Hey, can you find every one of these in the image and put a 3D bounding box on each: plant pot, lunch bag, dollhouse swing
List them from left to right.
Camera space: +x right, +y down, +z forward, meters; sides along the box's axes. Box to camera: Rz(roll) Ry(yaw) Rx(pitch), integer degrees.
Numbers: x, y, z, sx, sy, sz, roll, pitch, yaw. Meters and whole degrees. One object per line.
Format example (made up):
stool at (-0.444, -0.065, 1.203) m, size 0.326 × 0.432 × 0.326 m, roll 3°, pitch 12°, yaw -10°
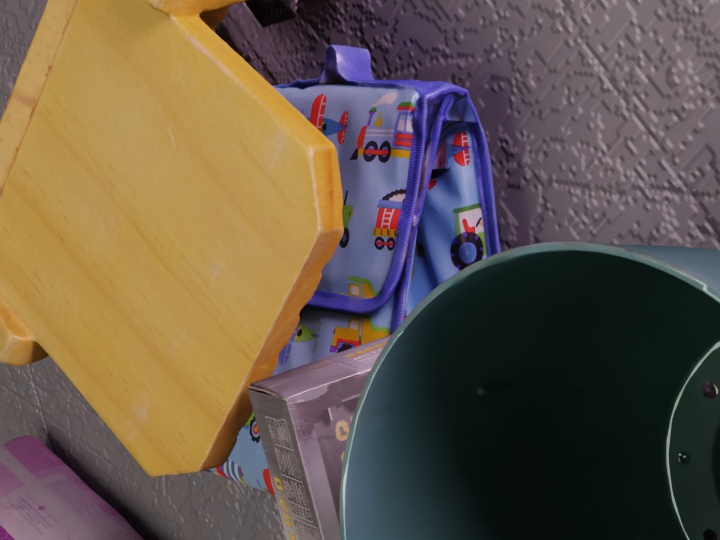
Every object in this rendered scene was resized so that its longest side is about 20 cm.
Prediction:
dollhouse swing at (-0.063, -0.038, 0.789) m, size 0.175 × 0.182 × 0.201 m, roll 36°, pitch 118°, yaw 15°
lunch bag at (0.000, 0.000, 0.802) m, size 0.150 × 0.094 × 0.202 m, roll 7°, pitch 98°, yaw 56°
plant pot at (0.120, 0.084, 0.615) m, size 0.200 × 0.160 × 0.202 m, roll 6°, pitch 99°, yaw 40°

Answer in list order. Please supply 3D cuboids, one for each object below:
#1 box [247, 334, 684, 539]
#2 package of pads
box at (0.056, 0.119, 0.718) m, size 0.048 × 0.157 × 0.201 m, roll 4°, pitch 110°, yaw 68°
package of pads at (-0.172, 0.203, 1.082) m, size 0.200 × 0.075 × 0.121 m, roll 35°, pitch 131°, yaw 35°
